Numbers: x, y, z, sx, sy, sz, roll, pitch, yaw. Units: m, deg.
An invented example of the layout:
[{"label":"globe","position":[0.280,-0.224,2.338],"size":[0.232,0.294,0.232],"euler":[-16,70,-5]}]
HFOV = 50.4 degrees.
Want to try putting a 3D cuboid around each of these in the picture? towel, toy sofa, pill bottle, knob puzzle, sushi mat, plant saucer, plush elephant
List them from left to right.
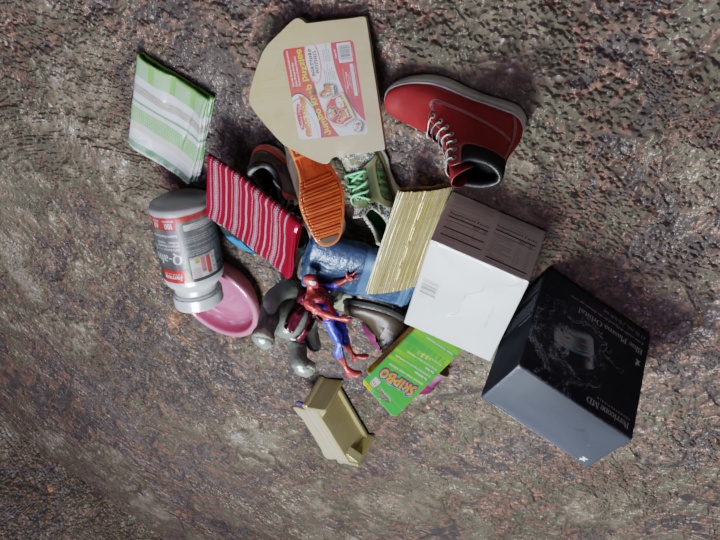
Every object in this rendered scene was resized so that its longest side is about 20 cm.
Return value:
[{"label":"towel","position":[-0.323,-0.248,1.281],"size":[0.147,0.031,0.201],"euler":[29,141,1]},{"label":"pill bottle","position":[-0.310,-0.035,1.388],"size":[0.113,0.116,0.205],"euler":[7,118,26]},{"label":"plant saucer","position":[-0.284,0.047,1.548],"size":[0.196,0.051,0.203],"euler":[17,138,16]},{"label":"towel","position":[-0.178,-0.085,1.245],"size":[0.198,0.022,0.146],"euler":[37,144,14]},{"label":"plush elephant","position":[-0.089,0.064,1.370],"size":[0.152,0.203,0.165],"euler":[-26,132,21]},{"label":"knob puzzle","position":[-0.065,-0.252,1.074],"size":[0.214,0.031,0.225],"euler":[9,118,16]},{"label":"toy sofa","position":[-0.057,0.329,1.670],"size":[0.096,0.083,0.202],"euler":[2,133,37]},{"label":"towel","position":[0.000,0.000,1.275],"size":[0.195,0.049,0.113],"euler":[15,140,-8]},{"label":"sushi mat","position":[0.071,-0.045,1.174],"size":[0.012,0.094,0.203],"euler":[55,141,39]}]

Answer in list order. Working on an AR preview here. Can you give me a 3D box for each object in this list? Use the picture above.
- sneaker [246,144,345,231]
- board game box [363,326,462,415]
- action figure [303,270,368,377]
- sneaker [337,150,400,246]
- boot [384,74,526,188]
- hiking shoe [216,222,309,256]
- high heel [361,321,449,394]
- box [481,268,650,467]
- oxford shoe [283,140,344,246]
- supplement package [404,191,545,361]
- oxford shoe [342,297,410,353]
[{"label":"sneaker","position":[-0.111,-0.109,1.237],"size":[0.199,0.083,0.077],"euler":[41,125,-12]},{"label":"board game box","position":[0.098,0.149,1.312],"size":[0.096,0.200,0.030],"euler":[47,174,-21]},{"label":"action figure","position":[-0.025,0.080,1.265],"size":[0.097,0.066,0.202],"euler":[-15,121,30]},{"label":"sneaker","position":[0.010,-0.121,1.151],"size":[0.076,0.089,0.201],"euler":[-13,123,41]},{"label":"boot","position":[0.104,-0.176,0.990],"size":[0.196,0.146,0.073],"euler":[19,142,17]},{"label":"hiking shoe","position":[-0.166,-0.065,1.348],"size":[0.196,0.075,0.088],"euler":[22,149,27]},{"label":"high heel","position":[0.066,0.165,1.433],"size":[0.197,0.068,0.096],"euler":[30,133,-19]},{"label":"box","position":[0.311,0.143,1.145],"size":[0.194,0.202,0.118],"euler":[32,141,-3]},{"label":"oxford shoe","position":[-0.072,-0.138,1.166],"size":[0.073,0.070,0.206],"euler":[-167,63,-73]},{"label":"supplement package","position":[0.170,0.012,1.169],"size":[0.153,0.112,0.202],"euler":[23,140,8]},{"label":"oxford shoe","position":[0.050,0.111,1.339],"size":[0.197,0.086,0.073],"euler":[28,172,-7]}]
